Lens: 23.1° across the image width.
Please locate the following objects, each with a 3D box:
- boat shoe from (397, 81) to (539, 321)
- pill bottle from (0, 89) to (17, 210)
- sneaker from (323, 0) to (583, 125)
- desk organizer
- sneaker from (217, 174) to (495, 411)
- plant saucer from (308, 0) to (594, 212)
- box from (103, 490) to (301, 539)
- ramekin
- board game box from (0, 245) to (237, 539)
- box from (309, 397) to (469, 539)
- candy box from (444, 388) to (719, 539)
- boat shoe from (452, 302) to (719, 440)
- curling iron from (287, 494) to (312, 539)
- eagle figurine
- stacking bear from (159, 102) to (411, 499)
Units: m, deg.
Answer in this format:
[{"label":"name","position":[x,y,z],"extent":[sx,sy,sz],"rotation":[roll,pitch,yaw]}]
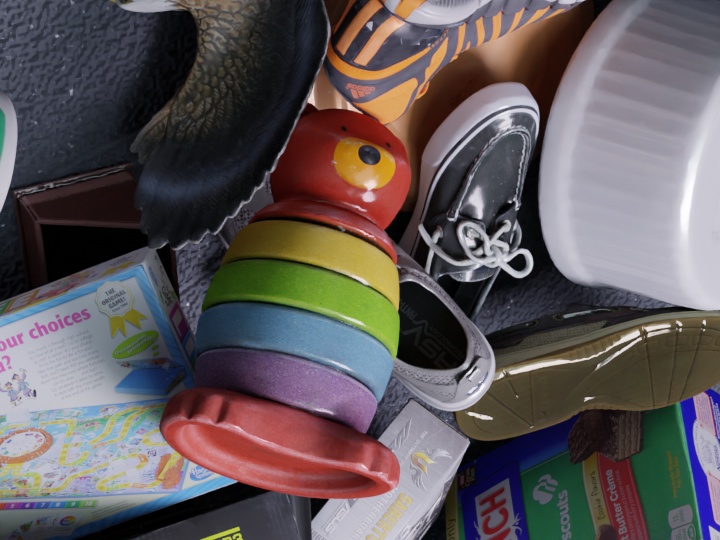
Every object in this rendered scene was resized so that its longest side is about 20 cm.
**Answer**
[{"label":"boat shoe","position":[0.065,-0.021,1.063],"extent":[0.073,0.068,0.200],"rotation":[-2,136,-34]},{"label":"pill bottle","position":[-0.276,-0.074,0.847],"extent":[0.199,0.113,0.113],"rotation":[25,104,-37]},{"label":"sneaker","position":[0.049,-0.145,0.981],"extent":[0.199,0.078,0.112],"rotation":[-18,159,-44]},{"label":"desk organizer","position":[-0.144,0.049,1.017],"extent":[0.071,0.077,0.201],"rotation":[-15,124,-21]},{"label":"sneaker","position":[0.000,0.000,1.015],"extent":[0.200,0.082,0.075],"rotation":[35,81,4]},{"label":"plant saucer","position":[0.055,-0.125,1.056],"extent":[0.199,0.032,0.201],"rotation":[-14,122,-22]},{"label":"box","position":[-0.148,0.180,1.027],"extent":[0.192,0.200,0.048],"rotation":[-19,85,-18]},{"label":"ramekin","position":[0.205,-0.072,1.084],"extent":[0.200,0.097,0.201],"rotation":[-27,127,-42]},{"label":"board game box","position":[-0.179,0.084,0.970],"extent":[0.199,0.034,0.135],"rotation":[-20,106,10]},{"label":"box","position":[-0.016,0.191,1.102],"extent":[0.200,0.048,0.159],"rotation":[-49,169,-23]},{"label":"candy box","position":[0.152,0.178,1.155],"extent":[0.200,0.170,0.077],"rotation":[-32,132,31]},{"label":"boat shoe","position":[0.144,0.050,1.100],"extent":[0.200,0.066,0.072],"rotation":[-13,128,-14]},{"label":"curling iron","position":[-0.051,0.087,1.043],"extent":[0.025,0.201,0.049],"rotation":[-23,159,38]},{"label":"eagle figurine","position":[-0.068,-0.127,0.927],"extent":[0.151,0.150,0.201],"rotation":[-22,117,-44]},{"label":"stacking bear","position":[-0.026,0.008,0.927],"extent":[0.121,0.114,0.201],"rotation":[18,70,-12]}]
